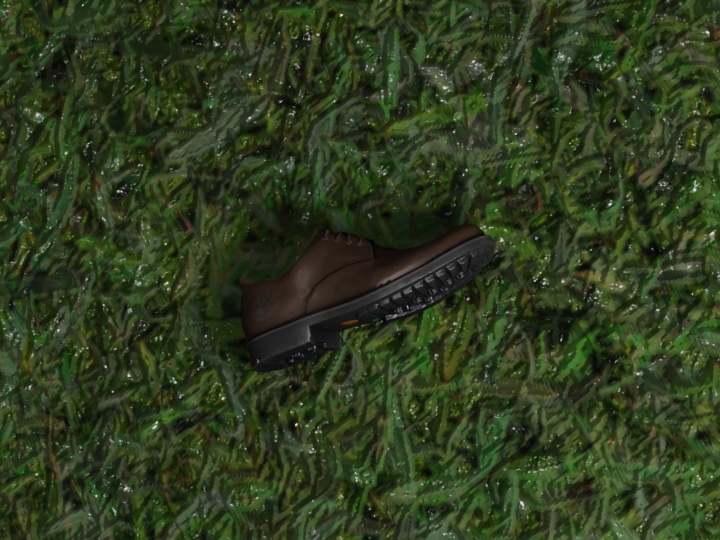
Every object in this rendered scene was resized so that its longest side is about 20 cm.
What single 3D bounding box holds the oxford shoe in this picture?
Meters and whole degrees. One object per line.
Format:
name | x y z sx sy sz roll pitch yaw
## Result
oxford shoe | 0.000 0.000 1.426 0.198 0.073 0.085 -21 73 11
